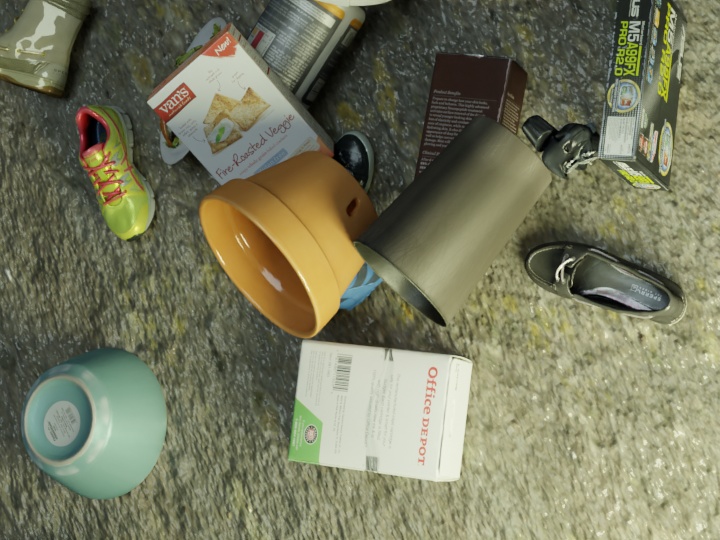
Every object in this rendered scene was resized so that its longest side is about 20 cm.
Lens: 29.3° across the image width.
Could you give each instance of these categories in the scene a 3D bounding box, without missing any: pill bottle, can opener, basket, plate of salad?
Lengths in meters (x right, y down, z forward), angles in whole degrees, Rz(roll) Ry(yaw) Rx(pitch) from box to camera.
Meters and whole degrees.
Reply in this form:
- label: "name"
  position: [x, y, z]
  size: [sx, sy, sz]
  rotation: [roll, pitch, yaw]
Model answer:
- label: "pill bottle"
  position: [-0.090, -0.271, 1.738]
  size: [0.116, 0.116, 0.201]
  rotation: [38, 99, 25]
- label: "can opener"
  position: [0.239, -0.140, 1.521]
  size: [0.063, 0.200, 0.079]
  rotation: [-36, 77, 20]
- label: "basket"
  position: [0.107, -0.059, 1.521]
  size: [0.136, 0.180, 0.200]
  rotation: [39, 83, 18]
- label: "plate of salad"
  position: [-0.225, -0.236, 1.783]
  size: [0.200, 0.048, 0.202]
  rotation: [-43, 36, 44]

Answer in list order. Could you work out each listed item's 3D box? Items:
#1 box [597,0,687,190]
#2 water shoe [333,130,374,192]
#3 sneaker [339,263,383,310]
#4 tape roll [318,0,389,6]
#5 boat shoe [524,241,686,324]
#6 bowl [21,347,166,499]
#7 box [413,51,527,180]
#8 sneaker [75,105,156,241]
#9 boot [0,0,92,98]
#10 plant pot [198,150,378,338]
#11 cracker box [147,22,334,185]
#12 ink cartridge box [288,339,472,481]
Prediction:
- label: "box"
  position: [0.313, -0.203, 1.518]
  size: [0.044, 0.160, 0.202]
  rotation: [5, 83, 26]
- label: "water shoe"
  position: [-0.051, -0.084, 1.712]
  size: [0.071, 0.079, 0.201]
  rotation: [31, 95, 25]
- label: "sneaker"
  position: [0.000, 0.000, 1.688]
  size: [0.199, 0.079, 0.066]
  rotation: [-24, 43, 16]
- label: "tape roll"
  position: [-0.026, -0.393, 1.696]
  size: [0.202, 0.202, 0.037]
  rotation: [37, 137, 25]
- label: "boat shoe"
  position: [0.273, 0.009, 1.559]
  size: [0.198, 0.057, 0.068]
  rotation: [19, 90, 26]
- label: "bowl"
  position: [-0.363, 0.196, 1.799]
  size: [0.199, 0.105, 0.203]
  rotation: [-5, 79, 24]
- label: "box"
  position: [0.128, -0.152, 1.645]
  size: [0.099, 0.075, 0.202]
  rotation: [9, 88, 26]
- label: "sneaker"
  position: [-0.340, -0.133, 1.848]
  size: [0.078, 0.090, 0.202]
  rotation: [-25, 74, 17]
- label: "boot"
  position: [-0.482, -0.344, 1.955]
  size: [0.198, 0.073, 0.157]
  rotation: [21, 91, 24]
- label: "plant pot"
  position: [-0.070, -0.043, 1.592]
  size: [0.140, 0.201, 0.200]
  rotation: [-40, 63, -23]
- label: "cracker box"
  position: [-0.144, -0.179, 1.675]
  size: [0.134, 0.058, 0.200]
  rotation: [-38, 107, 13]
- label: "ink cartridge box"
  position: [0.025, 0.166, 1.634]
  size: [0.198, 0.084, 0.148]
  rotation: [5, 84, 25]
